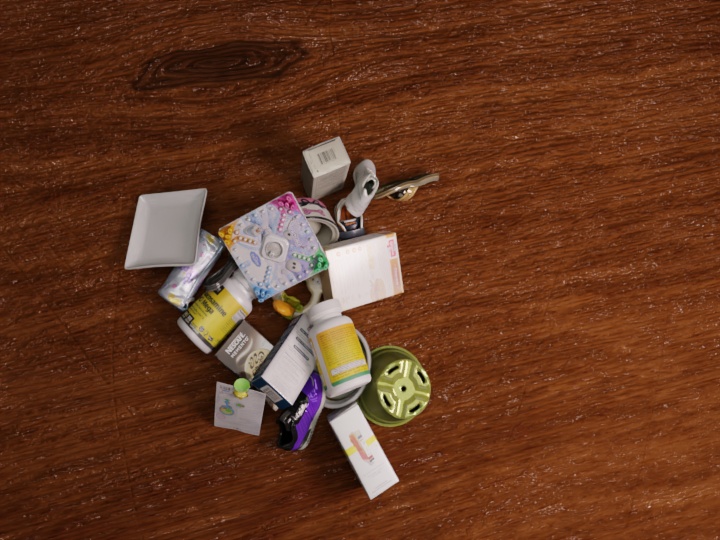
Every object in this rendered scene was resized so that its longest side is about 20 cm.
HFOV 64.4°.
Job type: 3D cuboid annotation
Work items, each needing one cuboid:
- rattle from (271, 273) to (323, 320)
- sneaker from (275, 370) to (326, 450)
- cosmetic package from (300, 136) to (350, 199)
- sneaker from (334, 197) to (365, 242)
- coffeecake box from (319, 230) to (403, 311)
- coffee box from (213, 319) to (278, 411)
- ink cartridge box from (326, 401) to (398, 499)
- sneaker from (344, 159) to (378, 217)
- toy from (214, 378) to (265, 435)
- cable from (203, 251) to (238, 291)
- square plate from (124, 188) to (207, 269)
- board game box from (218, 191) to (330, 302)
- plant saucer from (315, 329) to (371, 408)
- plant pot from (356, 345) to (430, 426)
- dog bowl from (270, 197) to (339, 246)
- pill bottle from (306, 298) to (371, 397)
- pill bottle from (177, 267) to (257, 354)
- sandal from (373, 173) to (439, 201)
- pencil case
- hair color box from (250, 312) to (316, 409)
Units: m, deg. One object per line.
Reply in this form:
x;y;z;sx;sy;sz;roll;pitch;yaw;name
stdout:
-0.132;0.028;1.419;0.197;0.143;0.132;-32;68;-6;rattle
-0.149;0.337;1.357;0.069;0.098;0.205;20;97;39;sneaker
-0.091;-0.249;1.430;0.103;0.200;0.073;-24;84;-12;cosmetic package
-0.024;-0.088;1.479;0.076;0.079;0.205;-15;85;-12;sneaker
0.000;0.000;1.428;0.195;0.073;0.158;-15;104;-23;coffeecake box
-0.246;0.228;1.391;0.199;0.080;0.114;42;78;-5;coffee box
-0.001;0.423;1.373;0.082;0.145;0.203;-28;86;-10;ink cartridge box
0.019;-0.225;1.471;0.070;0.080;0.203;33;43;-21;sneaker
-0.281;0.313;1.342;0.112;0.202;0.048;14;49;-4;toy
-0.302;-0.012;1.385;0.094;0.051;0.202;2;43;17;cable
-0.470;-0.098;1.396;0.192;0.029;0.205;-3;67;15;square plate
-0.198;-0.048;1.316;0.196;0.026;0.203;-25;111;9;board game box
-0.051;0.237;1.412;0.196;0.050;0.206;-10;71;29;plant saucer
0.088;0.283;1.386;0.194;0.184;0.207;1;81;-8;plant pot
-0.153;-0.101;1.410;0.195;0.201;0.075;-13;64;-10;dog bowl
-0.056;0.176;1.316;0.110;0.113;0.205;-18;76;-10;pill bottle
-0.337;0.092;1.387;0.112;0.112;0.200;44;78;0;pill bottle
0.123;-0.215;1.529;0.195;0.080;0.055;-17;106;-15;sandal
-0.411;-0.001;1.401;0.083;0.090;0.203;41;72;-42;pencil case
-0.159;0.209;1.335;0.100;0.060;0.201;45;49;-14;hair color box
